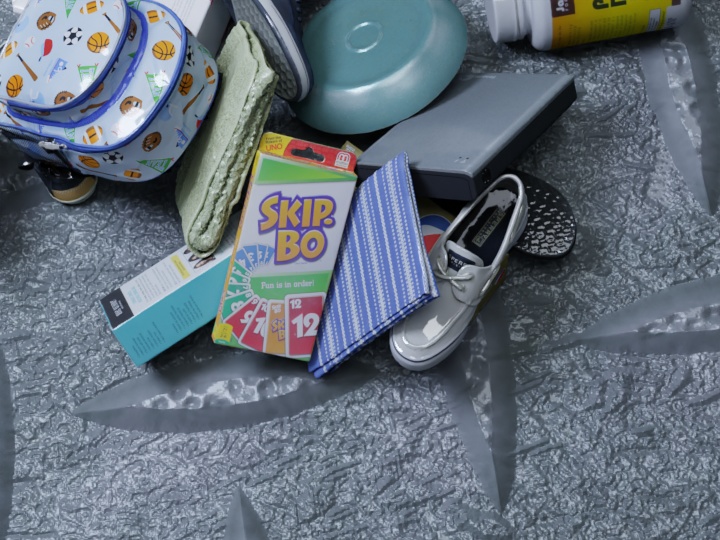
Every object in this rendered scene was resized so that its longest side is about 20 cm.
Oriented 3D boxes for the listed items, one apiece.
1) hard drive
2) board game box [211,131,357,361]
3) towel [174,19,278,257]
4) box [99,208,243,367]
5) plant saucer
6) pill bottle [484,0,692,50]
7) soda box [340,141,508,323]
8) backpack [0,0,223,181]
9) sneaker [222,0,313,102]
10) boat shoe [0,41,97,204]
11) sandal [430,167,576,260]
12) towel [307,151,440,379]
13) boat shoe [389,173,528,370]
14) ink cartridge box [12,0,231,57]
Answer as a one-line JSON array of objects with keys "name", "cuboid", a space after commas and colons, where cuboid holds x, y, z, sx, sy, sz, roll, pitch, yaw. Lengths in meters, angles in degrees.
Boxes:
[{"name": "hard drive", "cuboid": [0.101, -0.132, 1.355, 0.139, 0.033, 0.200, 7, 35, 37]}, {"name": "board game box", "cuboid": [-0.069, -0.021, 1.315, 0.095, 0.030, 0.202, 12, 99, -15]}, {"name": "towel", "cuboid": [-0.132, -0.127, 1.347, 0.036, 0.149, 0.201, 14, 111, -21]}, {"name": "box", "cuboid": [-0.149, 0.007, 1.360, 0.199, 0.049, 0.082, -33, 26, -6]}, {"name": "plant saucer", "cuboid": [0.009, -0.226, 1.429, 0.198, 0.036, 0.201, -12, 51, 15]}, {"name": "pill bottle", "cuboid": [0.227, -0.286, 1.437, 0.198, 0.109, 0.110, -11, 69, 0]}, {"name": "soda box", "cuboid": [0.046, -0.036, 1.377, 0.199, 0.068, 0.064, 37, 75, 16]}, {"name": "backpack", "cuboid": [-0.234, -0.178, 1.318, 0.189, 0.154, 0.202, 19, 81, 23]}, {"name": "sneaker", "cuboid": [-0.059, -0.273, 1.421, 0.145, 0.077, 0.204, -20, 76, -30]}, {"name": "boat shoe", "cuboid": [-0.326, -0.162, 1.454, 0.074, 0.062, 0.201, -25, 69, -4]}, {"name": "sandal", "cuboid": [0.131, -0.067, 1.401, 0.200, 0.048, 0.076, 30, 75, 27]}, {"name": "towel", "cuboid": [0.000, 0.000, 1.317, 0.024, 0.200, 0.146, 6, 62, -35]}, {"name": "boat shoe", "cuboid": [0.091, -0.002, 1.289, 0.072, 0.066, 0.200, 35, 76, 15]}, {"name": "ink cartridge box", "cuboid": [-0.240, -0.289, 1.483, 0.198, 0.083, 0.148, 17, 72, 9]}]
